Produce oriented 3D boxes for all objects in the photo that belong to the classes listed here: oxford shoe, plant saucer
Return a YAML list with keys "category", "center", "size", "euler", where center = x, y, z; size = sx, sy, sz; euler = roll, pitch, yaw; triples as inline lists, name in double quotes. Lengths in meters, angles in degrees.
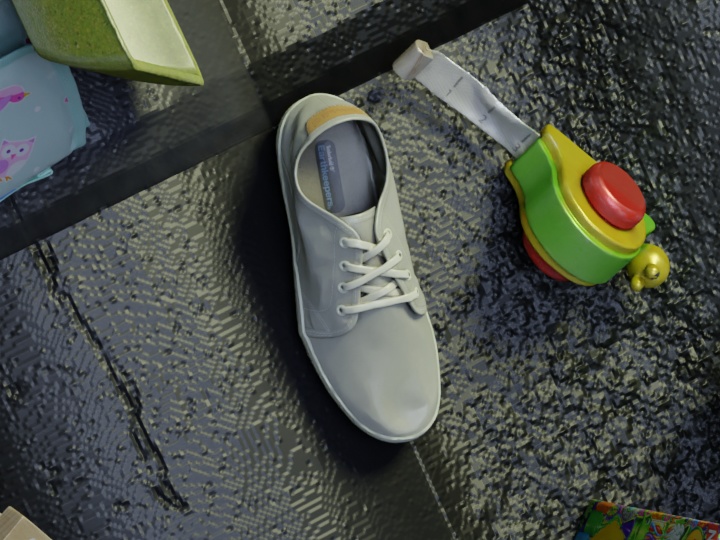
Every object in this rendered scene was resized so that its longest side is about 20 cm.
- category: "oxford shoe"
  center: [0.000, 0.000, 1.481]
  size: [0.075, 0.058, 0.201]
  euler: [-16, 96, -19]
- category: "plant saucer"
  center: [-0.158, -0.178, 1.362]
  size: [0.048, 0.200, 0.201]
  euler: [-25, 88, 7]

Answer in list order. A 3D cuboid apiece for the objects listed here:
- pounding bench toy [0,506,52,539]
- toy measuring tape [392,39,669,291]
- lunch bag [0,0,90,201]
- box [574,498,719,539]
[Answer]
- category: "pounding bench toy"
  center: [-0.200, 0.194, 1.378]
  size: [0.124, 0.156, 0.200]
  euler: [-52, 134, -12]
- category: "toy measuring tape"
  center: [0.097, -0.049, 1.500]
  size: [0.200, 0.074, 0.074]
  euler: [38, 79, -16]
- category: "lunch bag"
  center: [-0.249, -0.103, 1.374]
  size: [0.170, 0.122, 0.201]
  euler: [-36, 114, -19]
- category: "box"
  center: [0.173, 0.245, 1.460]
  size: [0.122, 0.193, 0.201]
  euler: [25, 82, -15]
